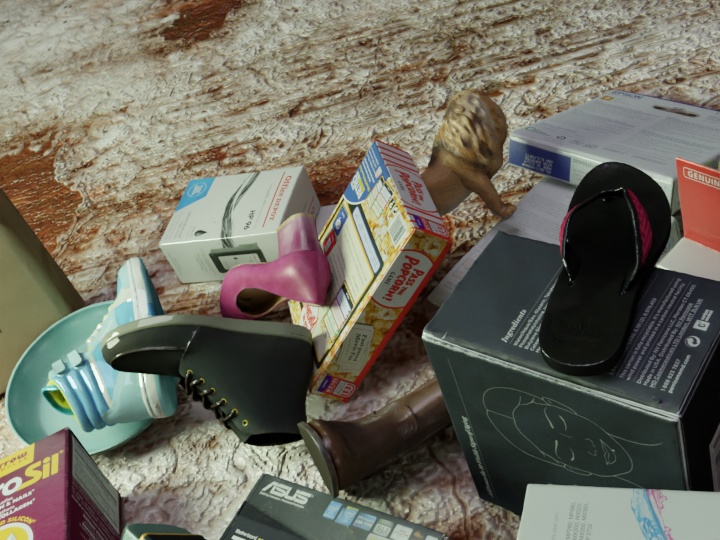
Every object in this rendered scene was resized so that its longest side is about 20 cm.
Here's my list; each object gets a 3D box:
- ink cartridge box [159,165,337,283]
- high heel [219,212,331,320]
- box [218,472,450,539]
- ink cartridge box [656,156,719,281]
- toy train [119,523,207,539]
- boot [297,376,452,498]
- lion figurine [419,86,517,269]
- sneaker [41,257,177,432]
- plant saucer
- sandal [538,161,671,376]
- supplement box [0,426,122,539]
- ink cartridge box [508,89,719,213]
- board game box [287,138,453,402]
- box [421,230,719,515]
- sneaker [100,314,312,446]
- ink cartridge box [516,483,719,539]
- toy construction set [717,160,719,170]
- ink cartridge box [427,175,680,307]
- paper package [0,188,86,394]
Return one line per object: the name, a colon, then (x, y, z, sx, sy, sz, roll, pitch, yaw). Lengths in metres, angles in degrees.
ink cartridge box: (-0.120, -0.055, 1.141, 0.196, 0.068, 0.117, -5, 44, 22)
high heel: (-0.089, 0.033, 0.993, 0.200, 0.066, 0.098, -40, 50, 42)
box: (-0.039, 0.261, 0.777, 0.197, 0.050, 0.162, 10, 50, 36)
ink cartridge box: (0.320, 0.020, 0.754, 0.045, 0.178, 0.199, -40, 42, -19)
toy train: (-0.154, 0.288, 0.730, 0.113, 0.084, 0.204, 21, 96, 47)
boot: (0.051, 0.111, 0.810, 0.197, 0.187, 0.065, -27, 79, -3)
lion figurine: (0.078, -0.079, 0.985, 0.199, 0.123, 0.072, -40, 3, 11)
sneaker: (-0.263, 0.075, 1.001, 0.128, 0.080, 0.202, -17, 46, -3)
plant saucer: (-0.275, 0.119, 1.042, 0.196, 0.036, 0.203, -8, 47, 8)
sandal: (0.166, -0.016, 0.664, 0.074, 0.046, 0.202, 1, 42, 26)
supplement box: (-0.282, 0.255, 0.847, 0.129, 0.104, 0.201, -27, 32, -1)
ink cartridge box: (0.288, -0.129, 1.018, 0.198, 0.044, 0.195, -24, 34, -37)
board game box: (0.000, 0.000, 0.948, 0.202, 0.046, 0.153, -57, 31, 28)
box: (0.173, 0.100, 0.725, 0.194, 0.202, 0.124, 14, 51, 36)
sneaker: (-0.140, 0.103, 0.899, 0.195, 0.075, 0.108, 1, 67, -6)
ink cartridge box: (0.206, 0.214, 0.628, 0.196, 0.147, 0.084, -2, 43, 24)
toy construction set: (0.403, -0.051, 0.865, 0.198, 0.093, 0.132, 4, 46, 45)
ink cartridge box: (0.186, 0.002, 0.949, 0.200, 0.048, 0.159, -44, 43, -17)
paper package: (-0.433, 0.036, 1.101, 0.188, 0.202, 0.104, -29, 39, -5)
